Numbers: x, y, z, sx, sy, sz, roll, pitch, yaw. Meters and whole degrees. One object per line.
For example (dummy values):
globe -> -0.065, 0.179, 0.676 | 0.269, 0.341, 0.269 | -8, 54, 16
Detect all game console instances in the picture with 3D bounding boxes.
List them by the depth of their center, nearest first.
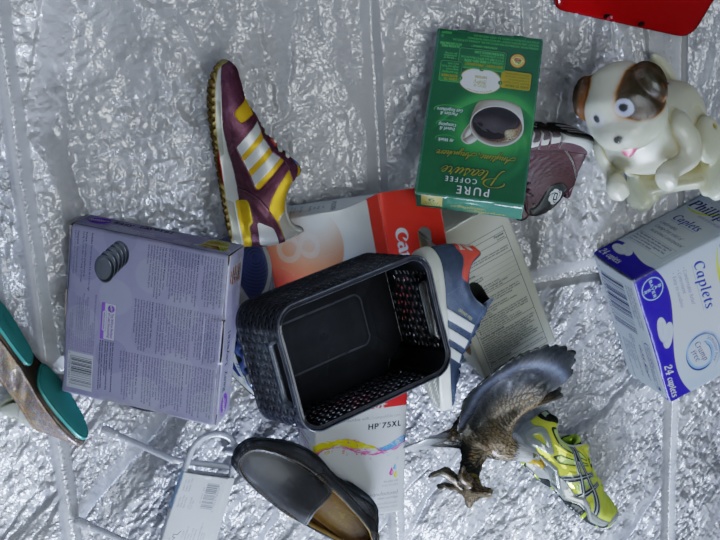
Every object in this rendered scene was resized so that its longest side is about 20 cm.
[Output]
game console -> 0.331, -0.387, 1.586 | 0.198, 0.119, 0.174 | 7, 74, -23

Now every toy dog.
toy dog -> 0.331, -0.171, 1.563 | 0.199, 0.139, 0.196 | 18, 78, -51

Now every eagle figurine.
eagle figurine -> 0.163, 0.179, 1.614 | 0.151, 0.151, 0.201 | 39, 68, -38

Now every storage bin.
storage bin -> -0.017, 0.071, 1.446 | 0.199, 0.093, 0.137 | -22, 104, -32

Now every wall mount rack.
wall mount rack -> -0.222, 0.258, 1.564 | 0.172, 0.075, 0.202 | 12, 103, -28

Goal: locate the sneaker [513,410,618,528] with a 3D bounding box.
sneaker -> 0.273, 0.257, 1.749 | 0.077, 0.075, 0.200 | -48, 119, 0

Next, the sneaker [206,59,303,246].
sneaker -> -0.111, -0.127, 1.460 | 0.089, 0.075, 0.202 | -9, 103, -9

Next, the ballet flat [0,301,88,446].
ballet flat -> -0.368, 0.116, 1.469 | 0.067, 0.068, 0.201 | -26, 111, 10

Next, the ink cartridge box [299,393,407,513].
ink cartridge box -> -0.009, 0.187, 1.619 | 0.115, 0.067, 0.202 | -5, 110, -17

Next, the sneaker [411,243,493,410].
sneaker -> 0.108, 0.062, 1.533 | 0.084, 0.075, 0.202 | -14, 120, -20

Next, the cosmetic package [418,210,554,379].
cosmetic package -> 0.144, 0.014, 1.618 | 0.104, 0.071, 0.201 | -27, 115, -9

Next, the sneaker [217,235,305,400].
sneaker -> -0.130, 0.063, 1.527 | 0.080, 0.115, 0.201 | -17, 83, -20

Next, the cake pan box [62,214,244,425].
cake pan box -> -0.221, 0.056, 1.453 | 0.182, 0.052, 0.202 | 10, 106, 15

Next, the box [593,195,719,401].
box -> 0.418, 0.028, 1.711 | 0.199, 0.105, 0.185 | -27, 116, -11

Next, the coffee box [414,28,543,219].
coffee box -> 0.129, -0.161, 1.495 | 0.122, 0.044, 0.202 | 6, 72, 4

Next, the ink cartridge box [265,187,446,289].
ink cartridge box -> 0.000, 0.000, 1.533 | 0.198, 0.050, 0.164 | -7, 113, 9

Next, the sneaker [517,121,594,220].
sneaker -> 0.175, -0.115, 1.587 | 0.198, 0.076, 0.117 | 5, 109, -23

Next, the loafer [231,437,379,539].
loafer -> -0.056, 0.253, 1.551 | 0.199, 0.072, 0.073 | 30, 100, -19
